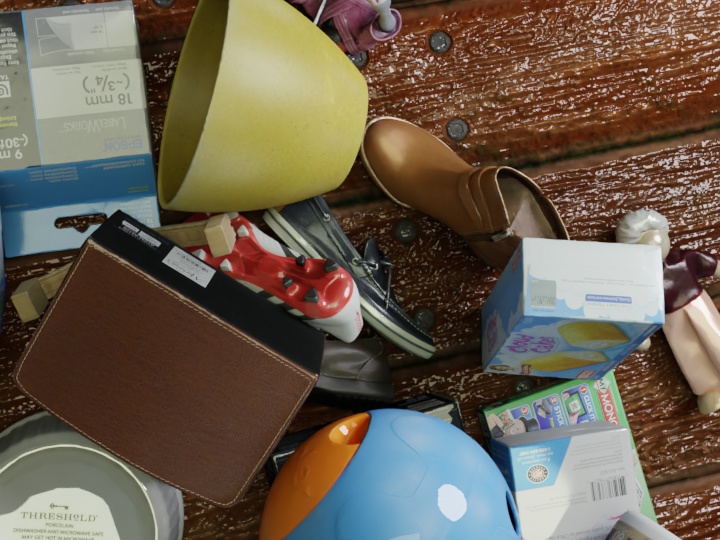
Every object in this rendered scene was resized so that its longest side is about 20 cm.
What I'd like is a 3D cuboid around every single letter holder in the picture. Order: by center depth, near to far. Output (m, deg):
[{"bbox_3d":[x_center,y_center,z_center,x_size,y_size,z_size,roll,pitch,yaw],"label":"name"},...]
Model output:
[{"bbox_3d":[-0.148,0.072,0.888,0.199,0.101,0.143,31,103,-7],"label":"letter holder"}]

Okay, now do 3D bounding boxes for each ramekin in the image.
[{"bbox_3d":[-0.247,0.220,0.955,0.200,0.094,0.205,0,89,-10],"label":"ramekin"}]

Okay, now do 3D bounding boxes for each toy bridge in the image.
[{"bbox_3d":[-0.199,-0.009,0.958,0.198,0.067,0.027,-18,111,10],"label":"toy bridge"}]

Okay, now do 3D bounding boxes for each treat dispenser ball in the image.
[{"bbox_3d":[0.022,0.207,0.855,0.198,0.201,0.204,0,88,-10],"label":"treat dispenser ball"}]

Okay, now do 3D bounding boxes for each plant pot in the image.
[{"bbox_3d":[-0.077,-0.134,0.957,0.140,0.200,0.203,13,86,-21],"label":"plant pot"}]

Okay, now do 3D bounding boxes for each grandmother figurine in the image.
[{"bbox_3d":[0.307,0.028,1.082,0.121,0.060,0.201,-35,97,-18],"label":"grandmother figurine"}]

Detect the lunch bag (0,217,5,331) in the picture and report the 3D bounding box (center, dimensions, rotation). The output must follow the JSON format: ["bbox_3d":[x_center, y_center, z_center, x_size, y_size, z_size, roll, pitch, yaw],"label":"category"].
[{"bbox_3d":[-0.340,0.016,0.880,0.126,0.170,0.202,18,107,-11],"label":"lunch bag"}]

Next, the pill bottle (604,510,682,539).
[{"bbox_3d":[0.209,0.309,0.929,0.111,0.111,0.201,37,83,-7],"label":"pill bottle"}]

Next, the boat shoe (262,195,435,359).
[{"bbox_3d":[0.000,0.000,1.019,0.062,0.075,0.200,-45,91,-3],"label":"boat shoe"}]

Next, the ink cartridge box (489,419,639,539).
[{"bbox_3d":[0.190,0.245,1.018,0.114,0.068,0.203,-7,90,-10],"label":"ink cartridge box"}]

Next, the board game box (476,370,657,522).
[{"bbox_3d":[0.201,0.206,1.070,0.133,0.029,0.202,-17,91,-11],"label":"board game box"}]

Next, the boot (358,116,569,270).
[{"bbox_3d":[0.092,-0.076,0.995,0.199,0.155,0.074,37,82,-7],"label":"boot"}]

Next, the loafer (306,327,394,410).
[{"bbox_3d":[-0.065,0.077,1.012,0.198,0.073,0.072,11,69,-17],"label":"loafer"}]

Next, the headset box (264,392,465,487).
[{"bbox_3d":[0.020,0.230,1.004,0.172,0.093,0.202,-15,91,-11],"label":"headset box"}]

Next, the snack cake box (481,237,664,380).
[{"bbox_3d":[0.175,0.038,0.974,0.113,0.200,0.068,3,72,-2],"label":"snack cake box"}]

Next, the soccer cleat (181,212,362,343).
[{"bbox_3d":[-0.080,0.005,0.979,0.199,0.085,0.069,21,64,32],"label":"soccer cleat"}]

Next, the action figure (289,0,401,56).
[{"bbox_3d":[0.000,-0.261,1.031,0.133,0.149,0.201,36,102,22],"label":"action figure"}]

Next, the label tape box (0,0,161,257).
[{"bbox_3d":[-0.252,-0.121,0.980,0.142,0.063,0.203,-8,89,-10],"label":"label tape box"}]
